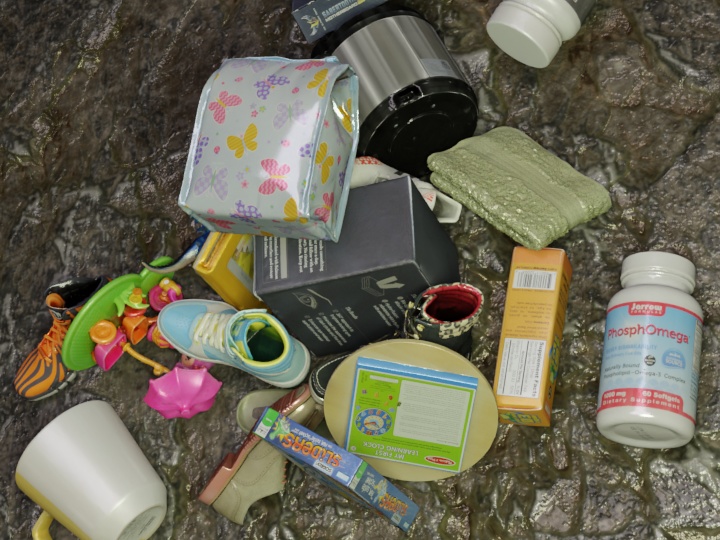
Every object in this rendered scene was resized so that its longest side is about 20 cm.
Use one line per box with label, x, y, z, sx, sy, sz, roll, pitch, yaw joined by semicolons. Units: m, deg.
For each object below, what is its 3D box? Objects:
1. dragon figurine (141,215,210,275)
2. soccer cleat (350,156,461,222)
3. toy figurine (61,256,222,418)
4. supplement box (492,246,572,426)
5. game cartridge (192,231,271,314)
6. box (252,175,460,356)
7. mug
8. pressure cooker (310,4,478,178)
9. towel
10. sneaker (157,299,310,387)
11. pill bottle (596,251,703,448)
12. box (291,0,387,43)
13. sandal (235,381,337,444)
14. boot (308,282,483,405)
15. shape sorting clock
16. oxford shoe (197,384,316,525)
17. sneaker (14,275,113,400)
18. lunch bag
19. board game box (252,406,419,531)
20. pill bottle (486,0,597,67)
dragon figurine;-0.189;-0.047;1.822;0.198;0.059;0.100;-10;69;-8
soccer cleat;0.044;-0.092;1.694;0.085;0.199;0.069;17;92;40
toy figurine;-0.245;0.102;1.783;0.184;0.151;0.200;37;59;17
supplement box;0.199;0.077;1.628;0.068;0.067;0.202;5;69;21
game cartridge;-0.121;-0.038;1.731;0.032;0.200;0.177;21;76;24
box;0.000;0.000;1.667;0.198;0.197;0.118;-11;62;17
mug;-0.319;0.276;1.725;0.149;0.187;0.153;-33;62;-34
pressure cooker;0.040;-0.235;1.770;0.178;0.176;0.201;-33;59;8
towel;0.190;-0.106;1.696;0.148;0.037;0.200;-29;51;-29
sneaker;-0.159;0.070;1.661;0.198;0.131;0.080;17;76;11
pill bottle;0.322;0.087;1.548;0.108;0.109;0.202;0;67;22
box;-0.013;-0.376;1.866;0.157;0.051;0.200;-28;18;9
sandal;-0.065;0.170;1.695;0.199;0.057;0.080;-8;64;19
boot;0.042;0.083;1.601;0.202;0.154;0.074;-11;60;-14
shape sorting clock;0.057;0.159;1.586;0.198;0.201;0.039;-14;26;15
oxford shoe;-0.108;0.219;1.669;0.074;0.071;0.200;40;111;-5
sneaker;-0.398;0.078;1.840;0.200;0.112;0.078;-46;58;-4
lunch bag;-0.094;-0.143;1.585;0.168;0.127;0.202;4;77;21
board game box;-0.024;0.225;1.571;0.135;0.200;0.035;25;77;30
pill bottle;0.251;-0.367;1.785;0.113;0.113;0.201;28;80;30
